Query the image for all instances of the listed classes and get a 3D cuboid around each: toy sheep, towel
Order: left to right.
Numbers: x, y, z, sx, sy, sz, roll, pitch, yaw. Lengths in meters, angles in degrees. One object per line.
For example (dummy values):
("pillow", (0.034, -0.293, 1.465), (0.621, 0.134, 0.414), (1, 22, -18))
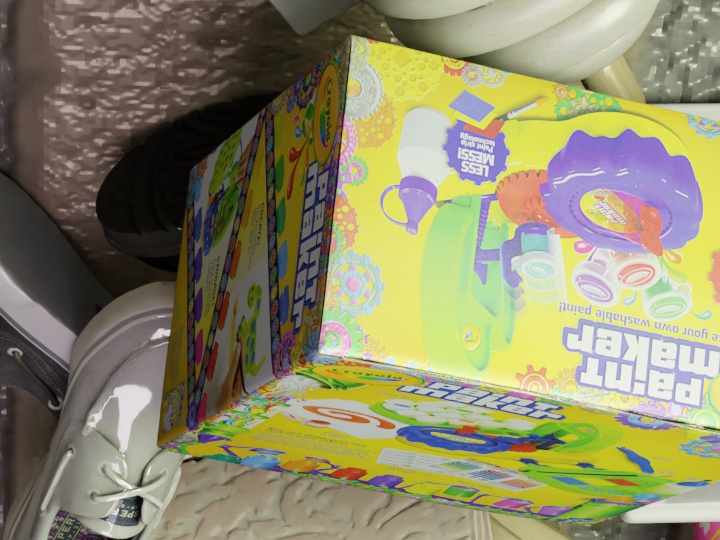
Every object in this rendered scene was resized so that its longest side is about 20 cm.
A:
("towel", (-0.034, 0.147, 1.339), (0.199, 0.192, 0.032), (-17, 127, 12))
("toy sheep", (0.052, -0.134, 1.098), (0.137, 0.138, 0.200), (-26, 123, 17))

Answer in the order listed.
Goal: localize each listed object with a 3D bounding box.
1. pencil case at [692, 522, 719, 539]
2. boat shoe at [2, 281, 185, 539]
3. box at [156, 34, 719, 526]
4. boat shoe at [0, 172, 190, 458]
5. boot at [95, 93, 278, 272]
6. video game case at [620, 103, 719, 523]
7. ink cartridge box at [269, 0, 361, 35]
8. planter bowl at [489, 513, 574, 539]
("pencil case", (0.198, 0.097, 1.376), (0.087, 0.088, 0.201), (-3, 129, 0))
("boat shoe", (-0.111, 0.091, 1.295), (0.072, 0.069, 0.200), (17, 130, -26))
("box", (0.048, 0.013, 1.138), (0.199, 0.123, 0.193), (12, 163, -19))
("boat shoe", (-0.147, 0.028, 1.324), (0.066, 0.070, 0.200), (-30, 131, 18))
("boot", (0.001, 0.001, 1.297), (0.210, 0.080, 0.158), (-11, 128, 6))
("video game case", (0.210, 0.017, 1.279), (0.199, 0.183, 0.023), (-1, 172, -2))
("ink cartridge box", (-0.015, -0.208, 1.152), (0.160, 0.047, 0.200), (-29, 125, 19))
("planter bowl", (0.063, 0.188, 1.393), (0.200, 0.200, 0.135), (28, 95, -22))
